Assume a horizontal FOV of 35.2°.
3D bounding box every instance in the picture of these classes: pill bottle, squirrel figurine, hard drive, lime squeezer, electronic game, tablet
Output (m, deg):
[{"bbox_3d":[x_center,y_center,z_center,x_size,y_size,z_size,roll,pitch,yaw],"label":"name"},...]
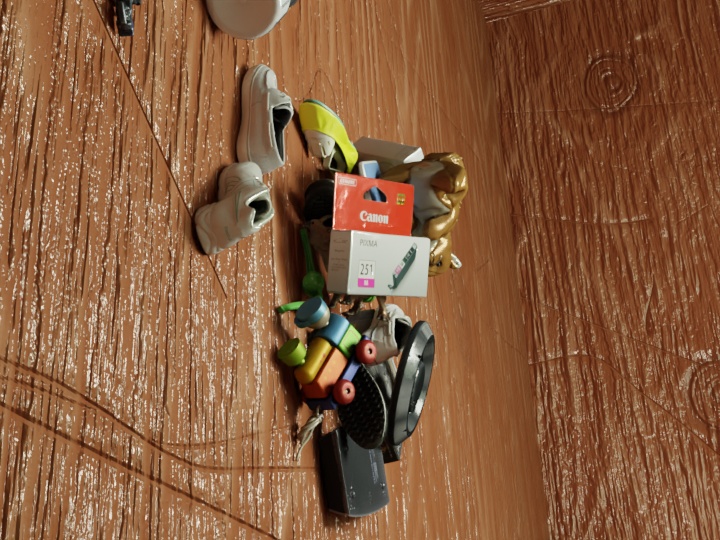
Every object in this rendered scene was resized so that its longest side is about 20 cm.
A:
[{"bbox_3d":[-0.139,-0.397,1.581,0.200,0.106,0.106,-69,144,-62],"label":"pill bottle"},{"bbox_3d":[0.125,-0.092,1.895,0.200,0.141,0.187,-54,139,-60],"label":"squirrel figurine"},{"bbox_3d":[-0.009,0.293,1.670,0.200,0.042,0.135,17,62,-72],"label":"hard drive"},{"bbox_3d":[-0.083,0.021,1.641,0.071,0.038,0.200,38,33,-18],"label":"lime squeezer"},{"bbox_3d":[0.077,0.176,1.780,0.200,0.042,0.201,13,90,-77],"label":"electronic game"},{"bbox_3d":[0.025,-0.112,1.824,0.200,0.014,0.131,-41,118,-81],"label":"tablet"}]

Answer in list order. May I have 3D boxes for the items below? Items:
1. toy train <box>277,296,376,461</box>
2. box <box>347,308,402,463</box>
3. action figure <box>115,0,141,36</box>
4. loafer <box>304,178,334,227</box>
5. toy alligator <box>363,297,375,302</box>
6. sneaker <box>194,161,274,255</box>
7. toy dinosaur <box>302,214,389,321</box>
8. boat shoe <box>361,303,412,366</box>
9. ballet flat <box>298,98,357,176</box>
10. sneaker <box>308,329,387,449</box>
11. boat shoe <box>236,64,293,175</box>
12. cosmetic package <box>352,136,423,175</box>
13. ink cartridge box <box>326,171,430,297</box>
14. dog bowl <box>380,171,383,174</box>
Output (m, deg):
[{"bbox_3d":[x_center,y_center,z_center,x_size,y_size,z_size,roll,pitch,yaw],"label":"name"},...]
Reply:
[{"bbox_3d":[-0.070,0.141,1.528,0.116,0.085,0.200,50,53,-27],"label":"toy train"},{"bbox_3d":[0.021,0.188,1.840,0.159,0.048,0.200,-78,152,-57],"label":"box"},{"bbox_3d":[-0.222,-0.359,1.235,0.193,0.104,0.201,134,-47,-75],"label":"action figure"},{"bbox_3d":[-0.047,-0.098,1.783,0.200,0.073,0.072,63,15,-66],"label":"loafer"},{"bbox_3d":[-0.010,0.009,1.835,0.200,0.059,0.054,51,32,-59],"label":"toy alligator"},{"bbox_3d":[-0.141,-0.082,1.408,0.200,0.080,0.071,-76,148,-60],"label":"sneaker"},{"bbox_3d":[0.000,0.000,1.747,0.200,0.086,0.136,24,73,-45],"label":"toy dinosaur"},{"bbox_3d":[0.054,0.101,1.807,0.200,0.065,0.074,-59,134,-67],"label":"boat shoe"},{"bbox_3d":[-0.053,-0.205,1.843,0.200,0.067,0.067,49,54,-64],"label":"ballet flat"},{"bbox_3d":[-0.007,0.170,1.649,0.200,0.070,0.090,64,5,23],"label":"sneaker"},{"bbox_3d":[-0.126,-0.213,1.566,0.200,0.068,0.072,-86,158,-44],"label":"boat shoe"},{"bbox_3d":[0.070,-0.139,2.061,0.052,0.151,0.200,-40,126,-26],"label":"cosmetic package"},{"bbox_3d":[0.033,-0.050,1.688,0.200,0.043,0.174,4,91,-52],"label":"ink cartridge box"},{"bbox_3d":[0.016,-0.069,1.957,0.200,0.074,0.201,-11,90,-75],"label":"dog bowl"}]
